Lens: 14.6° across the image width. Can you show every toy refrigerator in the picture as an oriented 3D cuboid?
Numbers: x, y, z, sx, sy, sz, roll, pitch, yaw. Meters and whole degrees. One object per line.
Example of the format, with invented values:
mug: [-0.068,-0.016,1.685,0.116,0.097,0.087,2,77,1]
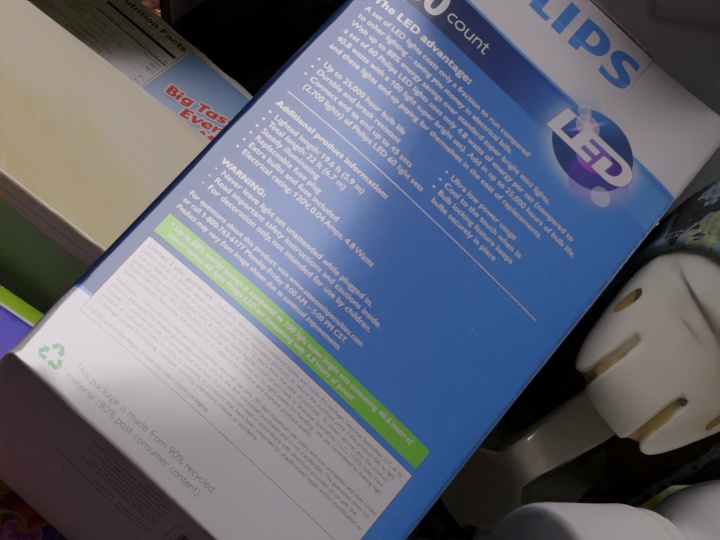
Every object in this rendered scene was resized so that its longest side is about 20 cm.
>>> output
toy refrigerator: [-0.141,-0.050,0.784,0.200,0.076,0.070,38,41,2]

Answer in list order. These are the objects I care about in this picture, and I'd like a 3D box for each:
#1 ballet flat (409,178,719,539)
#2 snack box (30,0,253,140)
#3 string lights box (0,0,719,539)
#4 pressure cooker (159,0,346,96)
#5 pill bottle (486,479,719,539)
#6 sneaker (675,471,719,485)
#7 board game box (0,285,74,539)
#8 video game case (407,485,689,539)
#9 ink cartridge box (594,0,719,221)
ballet flat: [0.075,0.036,0.778,0.074,0.200,0.074,15,55,-23]
snack box: [-0.047,-0.026,0.862,0.200,0.024,0.072,40,41,6]
string lights box: [0.000,0.000,0.728,0.103,0.059,0.200,43,57,-2]
pressure cooker: [0.029,-0.099,0.994,0.179,0.176,0.200,39,37,25]
pill bottle: [0.134,0.116,0.777,0.200,0.114,0.114,5,34,-24]
sneaker: [0.168,0.037,0.879,0.200,0.076,0.114,0,-4,-22]
board game box: [-0.100,0.074,0.718,0.200,0.045,0.135,34,41,-1]
video game case: [0.074,0.073,0.903,0.200,0.018,0.143,-4,38,-34]
ink cartridge box: [0.150,-0.047,0.882,0.146,0.084,0.200,12,3,35]
